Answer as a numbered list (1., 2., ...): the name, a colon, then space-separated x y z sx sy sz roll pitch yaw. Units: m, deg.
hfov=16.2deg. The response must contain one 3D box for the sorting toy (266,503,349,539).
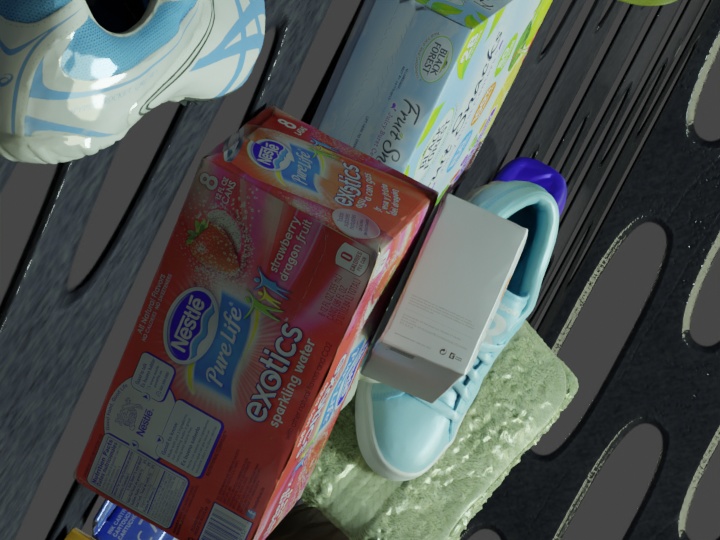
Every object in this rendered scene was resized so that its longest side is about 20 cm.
1. sorting toy: -0.043 0.191 1.707 0.200 0.036 0.185 -25 -174 23

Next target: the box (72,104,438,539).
1. box: -0.054 0.033 1.262 0.200 0.103 0.095 -67 171 26

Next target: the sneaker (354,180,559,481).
1. sneaker: 0.059 0.031 1.510 0.200 0.074 0.082 -68 -164 -12

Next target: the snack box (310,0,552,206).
1. snack box: 0.036 -0.105 1.439 0.169 0.068 0.200 -65 168 27

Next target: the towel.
1. towel: 0.036 0.085 1.564 0.200 0.148 0.036 -48 -177 -28

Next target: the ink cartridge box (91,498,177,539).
1. ink cartridge box: -0.108 0.133 1.467 0.119 0.042 0.200 -58 169 -20

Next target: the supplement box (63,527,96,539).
1. supplement box: -0.151 0.280 1.378 0.197 0.133 0.200 -57 170 -22

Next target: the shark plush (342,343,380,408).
1. shark plush: -0.053 0.052 1.434 0.091 0.083 0.200 -35 172 19

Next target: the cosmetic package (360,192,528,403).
1. cosmetic package: 0.042 0.019 1.331 0.200 0.051 0.083 112 0 -83

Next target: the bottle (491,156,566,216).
1. bottle: 0.125 -0.012 2.218 0.084 0.065 0.200 -56 170 -36

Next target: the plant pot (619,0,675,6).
1. plant pot: 0.192 -0.263 1.486 0.193 0.200 0.200 -54 178 42

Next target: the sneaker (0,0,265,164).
1. sneaker: -0.076 -0.092 0.858 0.200 0.072 0.072 -49 157 -66
